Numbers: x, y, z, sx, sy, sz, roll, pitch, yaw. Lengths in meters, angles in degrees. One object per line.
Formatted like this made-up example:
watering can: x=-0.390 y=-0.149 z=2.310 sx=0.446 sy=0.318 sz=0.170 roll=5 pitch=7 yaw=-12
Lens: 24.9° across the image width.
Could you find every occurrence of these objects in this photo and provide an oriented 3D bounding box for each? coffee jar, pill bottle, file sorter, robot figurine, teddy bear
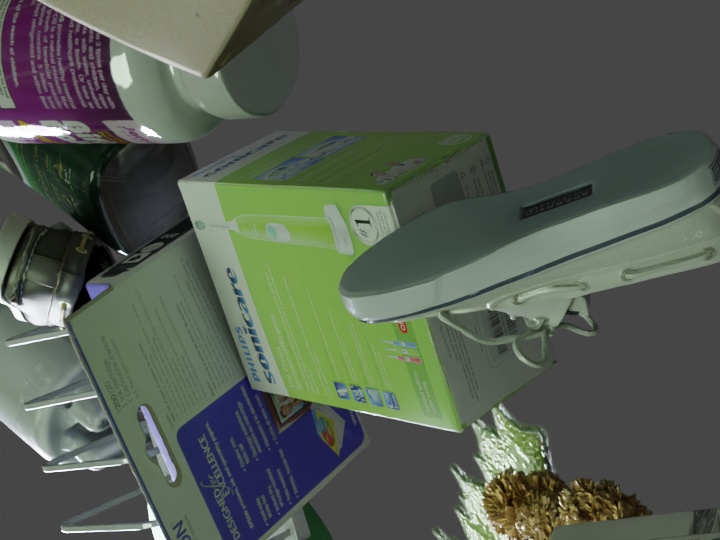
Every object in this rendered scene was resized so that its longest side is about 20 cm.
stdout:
coffee jar: x=-0.206 y=-0.097 z=1.134 sx=0.200 sy=0.085 sz=0.104 roll=32 pitch=154 yaw=33
pill bottle: x=-0.140 y=-0.131 z=0.980 sx=0.200 sy=0.112 sz=0.112 roll=3 pitch=120 yaw=34
file sorter: x=-0.149 y=0.116 z=1.148 sx=0.139 sy=0.124 sz=0.200 roll=-12 pitch=96 yaw=47
robot figurine: x=-0.250 y=0.078 z=1.313 sx=0.200 sy=0.113 sz=0.170 roll=33 pitch=129 yaw=33
teddy bear: x=0.142 y=0.180 z=0.919 sx=0.200 sy=0.067 sz=0.145 roll=34 pitch=131 yaw=34

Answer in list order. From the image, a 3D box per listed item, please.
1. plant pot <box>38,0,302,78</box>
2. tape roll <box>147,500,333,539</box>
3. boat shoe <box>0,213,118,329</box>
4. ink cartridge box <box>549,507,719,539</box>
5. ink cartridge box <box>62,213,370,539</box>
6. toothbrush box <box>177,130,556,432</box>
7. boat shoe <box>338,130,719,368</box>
plant pot: x=-0.077 y=-0.218 z=0.794 sx=0.177 sy=0.200 sz=0.200 roll=43 pitch=146 yaw=0
tape roll: x=-0.087 y=0.230 z=1.286 sx=0.200 sy=0.048 sz=0.201 roll=33 pitch=139 yaw=34
boat shoe: x=-0.194 y=0.006 z=1.073 sx=0.060 sy=0.072 sz=0.202 roll=19 pitch=176 yaw=3
ink cartridge box: x=0.195 y=0.194 z=0.786 sx=0.200 sy=0.083 sz=0.147 roll=-11 pitch=111 yaw=26
ink cartridge box: x=-0.094 y=0.074 z=1.029 sx=0.043 sy=0.200 sz=0.198 roll=-10 pitch=108 yaw=38
toothbrush box: x=0.000 y=0.000 z=0.949 sx=0.200 sy=0.086 sz=0.146 roll=4 pitch=119 yaw=50
boat shoe: x=0.092 y=0.003 z=0.799 sx=0.202 sy=0.075 sz=0.086 roll=-20 pitch=117 yaw=19
